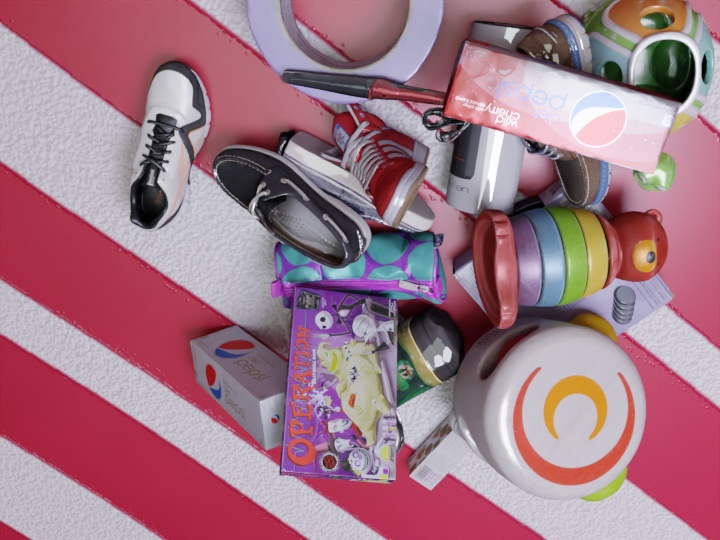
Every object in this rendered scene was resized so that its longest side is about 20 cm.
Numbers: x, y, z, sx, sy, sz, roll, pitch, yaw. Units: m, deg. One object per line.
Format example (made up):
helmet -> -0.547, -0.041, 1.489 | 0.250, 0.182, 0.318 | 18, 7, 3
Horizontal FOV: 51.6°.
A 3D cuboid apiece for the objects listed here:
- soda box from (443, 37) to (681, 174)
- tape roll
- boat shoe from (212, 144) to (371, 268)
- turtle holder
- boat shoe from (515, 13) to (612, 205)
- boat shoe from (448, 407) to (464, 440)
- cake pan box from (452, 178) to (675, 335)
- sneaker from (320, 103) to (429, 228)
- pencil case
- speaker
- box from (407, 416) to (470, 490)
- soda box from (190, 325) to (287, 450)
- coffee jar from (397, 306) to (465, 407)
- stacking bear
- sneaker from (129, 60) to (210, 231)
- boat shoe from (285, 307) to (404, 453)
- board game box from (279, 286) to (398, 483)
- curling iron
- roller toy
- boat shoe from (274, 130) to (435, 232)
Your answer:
soda box -> 0.179, -0.152, 0.684 | 0.199, 0.063, 0.070 | 17, 112, 1
tape roll -> -0.014, -0.280, 0.774 | 0.199, 0.085, 0.201 | 2, 110, 4
boat shoe -> -0.084, -0.068, 0.811 | 0.200, 0.060, 0.074 | 35, 123, 5
turtle holder -> 0.284, -0.187, 0.762 | 0.140, 0.132, 0.186 | 18, 111, -3
boat shoe -> 0.198, -0.151, 0.760 | 0.072, 0.072, 0.201 | -26, 113, -13
boat shoe -> 0.194, 0.215, 0.919 | 0.200, 0.072, 0.070 | 28, 112, -31
cake pan box -> 0.234, 0.008, 0.884 | 0.184, 0.052, 0.200 | -40, 103, 14
sneaker -> 0.010, -0.114, 0.774 | 0.112, 0.200, 0.071 | 29, 111, -5
pencil case -> 0.000, 0.000, 0.874 | 0.199, 0.093, 0.085 | -3, 119, 7
speaker -> 0.145, -0.163, 0.810 | 0.081, 0.081, 0.201 | 7, 111, 1
box -> 0.137, 0.202, 0.968 | 0.041, 0.039, 0.200 | 34, 109, -12
soda box -> -0.130, 0.131, 0.878 | 0.068, 0.200, 0.064 | -17, 113, -30
coffee jar -> 0.033, 0.124, 0.911 | 0.200, 0.104, 0.086 | -32, 90, 14
stacking bear -> 0.228, -0.017, 0.793 | 0.199, 0.114, 0.122 | -7, 101, -4
sneaker -> -0.220, -0.135, 0.847 | 0.073, 0.080, 0.201 | 12, 110, 1
boat shoe -> -0.018, 0.126, 0.850 | 0.067, 0.057, 0.200 | -38, 75, 9
board game box -> -0.020, 0.119, 0.794 | 0.119, 0.201, 0.032 | 5, 155, -7
curling iron -> 0.017, -0.173, 0.753 | 0.199, 0.026, 0.050 | 15, 108, -1
roller toy -> 0.202, 0.143, 0.822 | 0.181, 0.140, 0.201 | 6, 90, -12
boat shoe -> -0.019, -0.077, 0.864 | 0.199, 0.075, 0.093 | 30, 116, 1
